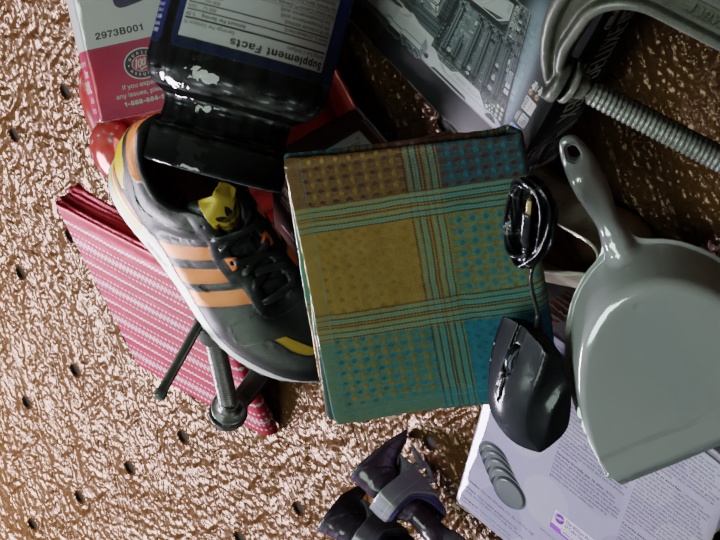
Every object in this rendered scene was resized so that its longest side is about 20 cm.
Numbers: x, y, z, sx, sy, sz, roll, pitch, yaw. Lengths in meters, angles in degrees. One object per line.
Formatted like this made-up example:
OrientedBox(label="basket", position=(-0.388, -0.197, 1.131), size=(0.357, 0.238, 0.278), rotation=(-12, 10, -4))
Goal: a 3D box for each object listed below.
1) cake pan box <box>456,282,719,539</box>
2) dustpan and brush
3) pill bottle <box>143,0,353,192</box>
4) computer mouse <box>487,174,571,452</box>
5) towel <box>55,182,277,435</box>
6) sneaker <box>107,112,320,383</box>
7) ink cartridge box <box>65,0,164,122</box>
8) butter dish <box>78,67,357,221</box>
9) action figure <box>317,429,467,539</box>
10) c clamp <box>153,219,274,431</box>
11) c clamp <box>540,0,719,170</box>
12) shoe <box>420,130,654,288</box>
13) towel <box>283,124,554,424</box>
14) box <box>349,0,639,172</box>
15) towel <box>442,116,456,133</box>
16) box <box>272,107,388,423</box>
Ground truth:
OrientedBox(label="cake pan box", position=(0.160, 0.130, 1.732), size=(0.200, 0.052, 0.185), rotation=(37, 137, 28))
OrientedBox(label="dustpan and brush", position=(0.164, 0.012, 1.610), size=(0.139, 0.057, 0.200), rotation=(-24, 114, 16))
OrientedBox(label="pill bottle", position=(-0.063, -0.153, 1.619), size=(0.112, 0.112, 0.201), rotation=(18, 94, 41))
OrientedBox(label="computer mouse", position=(0.094, 0.029, 1.613), size=(0.059, 0.034, 0.201), rotation=(45, 148, 46))
OrientedBox(label="towel", position=(-0.136, 0.029, 1.973), size=(0.144, 0.022, 0.200), rotation=(27, 153, 34))
OrientedBox(label="sneaker", position=(-0.082, -0.013, 1.703), size=(0.200, 0.070, 0.090), rotation=(48, 161, 8))
OrientedBox(label="ink cartridge box", position=(-0.116, -0.204, 1.707), size=(0.084, 0.144, 0.201), rotation=(-157, 55, -82))
OrientedBox(label="butter dish", position=(-0.116, -0.101, 1.823), size=(0.199, 0.148, 0.200), rotation=(-28, 90, 52))
OrientedBox(label="action figure", position=(0.068, 0.208, 1.873), size=(0.200, 0.069, 0.130), rotation=(45, 132, 15))
OrientedBox(label="c clamp", position=(-0.083, 0.045, 1.833), size=(0.027, 0.171, 0.200), rotation=(25, 162, 16))
OrientedBox(label="c clamp", position=(0.179, -0.088, 1.511), size=(0.200, 0.027, 0.171), rotation=(30, 141, -11))
OrientedBox(label="shoe", position=(0.090, -0.037, 1.699), size=(0.200, 0.053, 0.070), rotation=(22, 116, 37))
OrientedBox(label="towel", position=(0.038, 0.004, 1.645), size=(0.146, 0.022, 0.200), rotation=(-7, 127, 4))
OrientedBox(label="box", position=(0.084, -0.174, 1.585), size=(0.158, 0.050, 0.200), rotation=(48, 139, 18))
OrientedBox(label="towel", position=(0.067, -0.204, 1.651), size=(0.191, 0.032, 0.200), rotation=(57, 141, 7))
OrientedBox(label="box", position=(0.000, 0.000, 1.763), size=(0.100, 0.075, 0.200), rotation=(49, 158, 25))
